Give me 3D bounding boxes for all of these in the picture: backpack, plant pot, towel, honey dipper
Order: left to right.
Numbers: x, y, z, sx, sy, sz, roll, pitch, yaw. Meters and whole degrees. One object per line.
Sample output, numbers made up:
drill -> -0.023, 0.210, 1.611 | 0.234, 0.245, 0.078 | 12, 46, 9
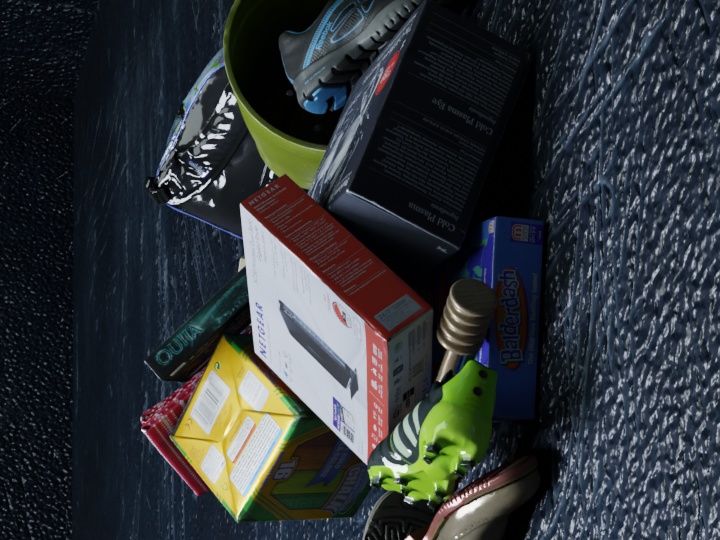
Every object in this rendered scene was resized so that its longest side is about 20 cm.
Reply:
towel -> -0.103, 0.112, 1.736 | 0.022, 0.200, 0.145 | 44, 170, 37
backpack -> -0.108, -0.149, 2.016 | 0.147, 0.182, 0.201 | -71, 7, -60
plant pot -> -0.034, -0.170, 1.790 | 0.193, 0.198, 0.203 | 105, 166, -70
honey dipper -> 0.063, 0.089, 1.439 | 0.038, 0.038, 0.201 | -100, 19, -44

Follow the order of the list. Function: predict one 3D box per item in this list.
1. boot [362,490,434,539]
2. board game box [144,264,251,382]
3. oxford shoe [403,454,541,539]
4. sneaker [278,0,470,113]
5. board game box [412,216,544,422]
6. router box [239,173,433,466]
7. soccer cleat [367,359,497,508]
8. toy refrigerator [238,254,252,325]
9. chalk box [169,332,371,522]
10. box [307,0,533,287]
boot -> 0.010, 0.272, 1.670 | 0.200, 0.072, 0.184 | -166, 84, -80
board game box -> -0.103, 0.024, 1.676 | 0.200, 0.028, 0.135 | -42, -6, -1
oxford shoe -> 0.093, 0.206, 1.430 | 0.075, 0.070, 0.200 | 55, 143, 14
sneaker -> 0.012, -0.226, 1.644 | 0.082, 0.199, 0.073 | 62, -167, 25
board game box -> 0.088, 0.047, 1.500 | 0.200, 0.045, 0.154 | 156, 119, -72
router box -> -0.018, 0.050, 1.498 | 0.179, 0.049, 0.201 | 42, 153, 29
soccer cleat -> 0.059, 0.125, 1.405 | 0.082, 0.067, 0.200 | -68, 8, -23
toy refrigerator -> -0.067, 0.008, 1.861 | 0.200, 0.075, 0.071 | -37, -43, -78
chalk box -> -0.047, 0.143, 1.698 | 0.124, 0.199, 0.125 | 45, 117, 36
box -> 0.035, -0.090, 1.534 | 0.183, 0.103, 0.200 | -69, 10, -22
